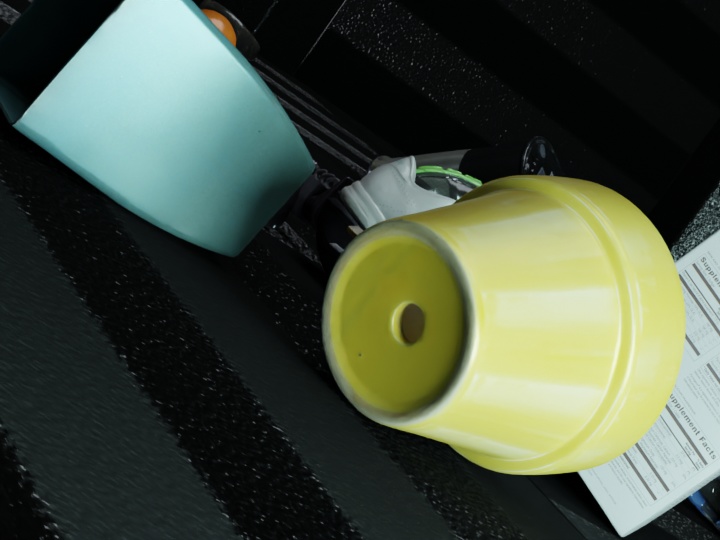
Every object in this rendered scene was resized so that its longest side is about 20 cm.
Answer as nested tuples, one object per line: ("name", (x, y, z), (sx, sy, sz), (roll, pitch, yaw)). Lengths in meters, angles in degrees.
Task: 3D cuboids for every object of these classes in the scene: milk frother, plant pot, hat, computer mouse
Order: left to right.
("plant pot", (-0.136, -0.113, 1.335), (0.200, 0.141, 0.141), (41, 3, -29))
("hat", (-0.206, -0.343, 2.812), (0.200, 0.081, 0.201), (36, 8, -5))
("computer mouse", (0.000, 0.000, 1.574), (0.200, 0.046, 0.141), (52, -4, 37))
("milk frother", (0.098, -0.030, 1.968), (0.186, 0.182, 0.200), (-6, 13, 28))
("plant pot", (0.082, 0.036, 1.254), (0.188, 0.202, 0.201), (2, 31, -50))

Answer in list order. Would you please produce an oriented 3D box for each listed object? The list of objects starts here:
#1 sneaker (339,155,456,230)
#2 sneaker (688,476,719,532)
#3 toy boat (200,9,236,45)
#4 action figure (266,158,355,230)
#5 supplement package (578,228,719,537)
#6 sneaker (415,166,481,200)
("sneaker", (0.067, -0.016, 1.617), (0.201, 0.088, 0.075), (54, -6, 24))
("sneaker", (0.389, 0.253, 1.863), (0.085, 0.078, 0.200), (17, 11, -42))
("toy boat", (-0.147, -0.151, 1.546), (0.130, 0.131, 0.200), (37, 7, 8))
("action figure", (-0.083, -0.092, 1.759), (0.129, 0.070, 0.200), (22, 9, -32))
("supplement package", (0.255, 0.089, 1.518), (0.151, 0.199, 0.152), (56, 11, 12))
("sneaker", (0.094, -0.036, 1.718), (0.198, 0.077, 0.084), (11, 41, 1))
